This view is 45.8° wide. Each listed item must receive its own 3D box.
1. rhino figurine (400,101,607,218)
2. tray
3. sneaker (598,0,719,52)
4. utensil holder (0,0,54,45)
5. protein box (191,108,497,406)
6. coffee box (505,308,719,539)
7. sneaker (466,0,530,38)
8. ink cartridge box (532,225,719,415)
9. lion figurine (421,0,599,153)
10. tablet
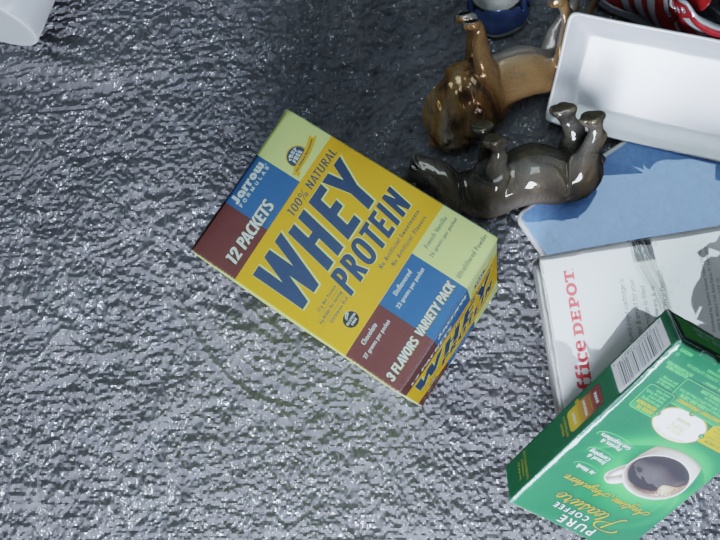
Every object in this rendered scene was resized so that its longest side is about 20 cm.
[{"bbox_3d":[0.126,-0.089,0.778,0.198,0.088,0.060,-10,32,14],"label":"rhino figurine"},{"bbox_3d":[0.275,-0.164,0.767,0.198,0.108,0.022,16,36,12],"label":"tray"},{"bbox_3d":[0.278,-0.263,0.777,0.071,0.113,0.200,-44,76,-2],"label":"sneaker"},{"bbox_3d":[-0.377,-0.359,0.879,0.168,0.170,0.202,16,84,12],"label":"utensil holder"},{"bbox_3d":[0.000,0.000,0.722,0.198,0.200,0.135,33,85,14],"label":"protein box"},{"bbox_3d":[0.219,0.132,0.667,0.122,0.044,0.201,26,120,-16],"label":"coffee box"},{"bbox_3d":[0.132,-0.341,0.816,0.080,0.115,0.201,-4,78,7],"label":"sneaker"},{"bbox_3d":[0.254,0.045,0.722,0.198,0.084,0.146,-9,87,7],"label":"ink cartridge box"},{"bbox_3d":[0.149,-0.188,0.801,0.198,0.073,0.123,-15,117,-3],"label":"lion figurine"},{"bbox_3d":[0.260,-0.055,0.789,0.199,0.014,0.131,-34,76,2],"label":"tablet"}]
